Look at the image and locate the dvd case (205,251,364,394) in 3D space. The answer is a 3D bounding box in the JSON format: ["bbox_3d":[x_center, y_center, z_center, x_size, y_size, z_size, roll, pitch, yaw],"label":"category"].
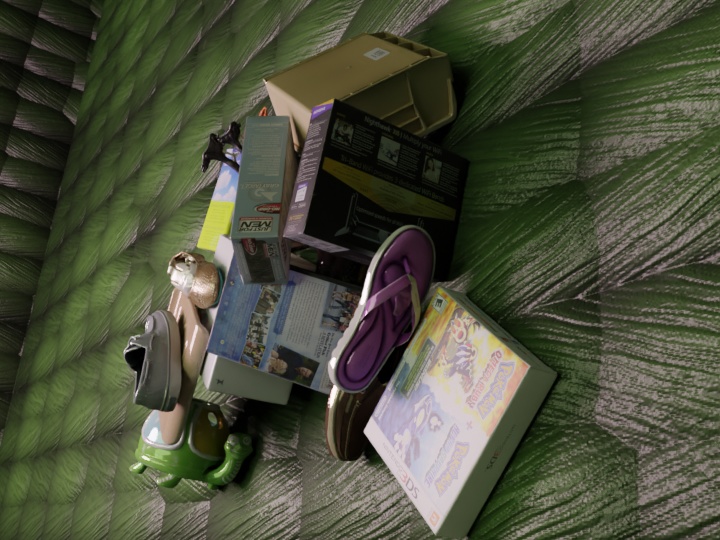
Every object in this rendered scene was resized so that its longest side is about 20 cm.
[{"bbox_3d":[-0.091,0.066,1.004,0.199,0.018,0.143,17,92,15],"label":"dvd case"}]

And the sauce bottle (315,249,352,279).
[{"bbox_3d":[-0.019,-0.056,1.034,0.066,0.066,0.201,10,82,58],"label":"sauce bottle"}]

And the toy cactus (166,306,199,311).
[{"bbox_3d":[-0.278,0.062,1.334,0.102,0.165,0.200,46,125,20],"label":"toy cactus"}]

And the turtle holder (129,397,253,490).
[{"bbox_3d":[-0.268,0.271,1.230,0.185,0.141,0.132,1,74,59],"label":"turtle holder"}]

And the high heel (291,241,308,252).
[{"bbox_3d":[-0.107,-0.052,1.154,0.142,0.071,0.200,-34,10,39],"label":"high heel"}]

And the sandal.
[{"bbox_3d":[0.035,0.049,0.872,0.050,0.082,0.203,30,97,59],"label":"sandal"}]

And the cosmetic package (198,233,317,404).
[{"bbox_3d":[-0.158,0.065,1.147,0.200,0.123,0.200,-155,80,-70],"label":"cosmetic package"}]

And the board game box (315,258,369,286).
[{"bbox_3d":[0.000,0.000,1.062,0.136,0.028,0.200,-64,33,12],"label":"board game box"}]

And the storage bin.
[{"bbox_3d":[-0.003,-0.230,1.043,0.198,0.094,0.200,-28,33,-11],"label":"storage bin"}]

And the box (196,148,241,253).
[{"bbox_3d":[-0.242,-0.129,1.479,0.122,0.048,0.201,11,83,57],"label":"box"}]

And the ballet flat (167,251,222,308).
[{"bbox_3d":[-0.253,0.012,1.163,0.200,0.065,0.071,-162,87,-69],"label":"ballet flat"}]

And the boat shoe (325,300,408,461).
[{"bbox_3d":[0.013,0.136,0.936,0.075,0.075,0.203,14,96,34],"label":"boat shoe"}]

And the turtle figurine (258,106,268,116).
[{"bbox_3d":[-0.120,-0.234,1.326,0.200,0.064,0.162,-19,49,40],"label":"turtle figurine"}]

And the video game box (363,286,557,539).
[{"bbox_3d":[0.095,0.144,0.829,0.182,0.047,0.200,43,111,54],"label":"video game box"}]

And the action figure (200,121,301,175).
[{"bbox_3d":[-0.135,-0.155,1.206,0.119,0.199,0.102,-63,-8,-49],"label":"action figure"}]

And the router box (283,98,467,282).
[{"bbox_3d":[0.022,-0.086,0.909,0.052,0.200,0.158,-4,70,58],"label":"router box"}]

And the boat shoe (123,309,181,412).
[{"bbox_3d":[-0.302,0.120,1.125,0.070,0.071,0.201,-64,29,26],"label":"boat shoe"}]

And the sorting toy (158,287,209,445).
[{"bbox_3d":[-0.270,0.137,1.180,0.200,0.036,0.186,39,114,62],"label":"sorting toy"}]

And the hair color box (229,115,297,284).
[{"bbox_3d":[-0.119,-0.092,0.998,0.099,0.060,0.200,85,-176,-55],"label":"hair color box"}]
